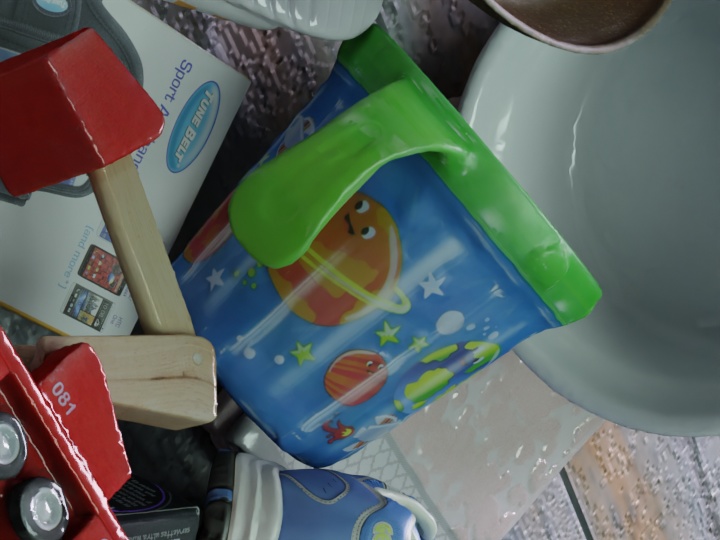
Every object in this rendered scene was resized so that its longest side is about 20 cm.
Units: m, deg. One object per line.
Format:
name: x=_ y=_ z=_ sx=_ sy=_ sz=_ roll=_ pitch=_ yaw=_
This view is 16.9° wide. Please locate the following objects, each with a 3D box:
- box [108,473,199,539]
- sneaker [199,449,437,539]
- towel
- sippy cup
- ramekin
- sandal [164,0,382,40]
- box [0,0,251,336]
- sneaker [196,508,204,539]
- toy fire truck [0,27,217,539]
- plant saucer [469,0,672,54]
box: x=-0.146 y=0.164 z=0.860 sx=0.106 sy=0.122 sz=0.202 roll=-3 pitch=107 yaw=-46
sneaker: x=-0.009 y=0.120 z=0.924 sx=0.200 sy=0.076 sz=0.076 roll=61 pitch=35 yaw=-74
towel: x=0.033 y=0.055 z=1.073 sx=0.191 sy=0.032 sz=0.200 roll=-51 pitch=137 yaw=-19
sippy cup: x=0.000 y=0.000 z=0.910 sx=0.130 sy=0.140 sz=0.178 roll=-41 pitch=124 yaw=3
ramekin: x=0.145 y=-0.039 z=0.999 sx=0.098 sy=0.199 sz=0.202 roll=-12 pitch=116 yaw=-62
sandal: x=-0.082 y=-0.141 z=0.857 sx=0.205 sy=0.059 sz=0.080 roll=20 pitch=75 yaw=-28
box: x=-0.120 y=-0.049 z=0.862 sx=0.200 sy=0.041 sz=0.120 roll=30 pitch=84 yaw=-46
sneaker: x=-0.072 y=0.190 z=0.980 sx=0.073 sy=0.082 sz=0.201 roll=35 pitch=78 yaw=-45
toy fire truck: x=-0.087 y=0.040 z=0.780 sx=0.141 sy=0.048 sz=0.201 roll=-48 pitch=115 yaw=-46
plant saucer: x=0.054 y=-0.174 z=0.893 sx=0.200 sy=0.036 sz=0.202 roll=16 pitch=67 yaw=-45
